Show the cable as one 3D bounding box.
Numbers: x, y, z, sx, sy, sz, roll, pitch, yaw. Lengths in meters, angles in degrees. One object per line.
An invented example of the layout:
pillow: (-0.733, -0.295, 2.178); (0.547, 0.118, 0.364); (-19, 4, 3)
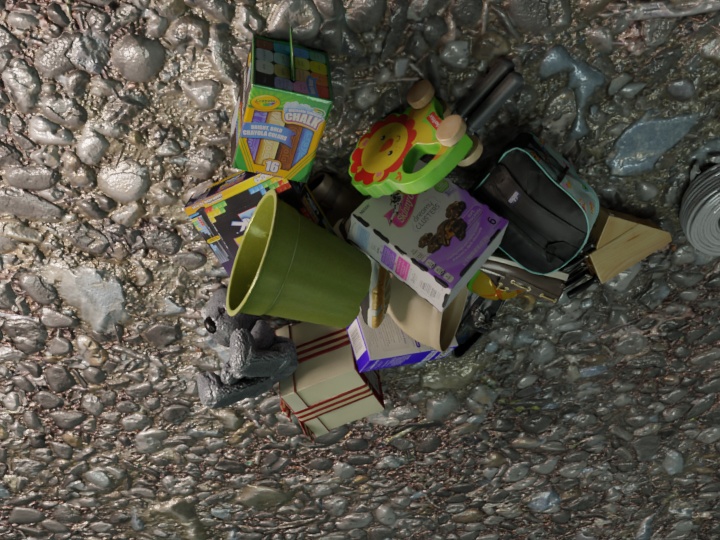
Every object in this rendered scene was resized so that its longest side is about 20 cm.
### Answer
cable: (0.670, -0.113, 1.579); (0.195, 0.070, 0.203); (-3, 136, -4)

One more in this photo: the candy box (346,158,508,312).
candy box: (0.105, -0.064, 1.397); (0.199, 0.168, 0.072); (37, 152, 14)

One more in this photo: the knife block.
knife block: (0.442, -0.019, 1.606); (0.196, 0.064, 0.179); (12, 109, -19)

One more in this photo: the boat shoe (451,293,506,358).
boat shoe: (0.232, 0.100, 1.750); (0.069, 0.067, 0.201); (19, 131, -25)

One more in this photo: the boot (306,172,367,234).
boot: (-0.021, -0.111, 1.503); (0.198, 0.071, 0.146); (-33, 125, 18)

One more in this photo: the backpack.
backpack: (0.289, -0.105, 1.454); (0.200, 0.153, 0.176); (44, 125, 7)

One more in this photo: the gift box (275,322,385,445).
gift box: (-0.065, 0.216, 1.752); (0.183, 0.187, 0.202); (-20, 132, 12)

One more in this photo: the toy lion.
toy lion: (0.069, -0.182, 1.351); (0.191, 0.201, 0.068); (-43, 128, 10)

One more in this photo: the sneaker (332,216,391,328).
sneaker: (0.000, 0.000, 1.505); (0.086, 0.076, 0.205); (4, 115, 22)

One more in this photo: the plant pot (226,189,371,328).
plant pot: (-0.087, 0.003, 1.384); (0.186, 0.203, 0.201); (20, 131, -18)

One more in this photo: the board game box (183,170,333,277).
board game box: (-0.168, -0.084, 1.473); (0.197, 0.057, 0.167); (-21, 116, 24)

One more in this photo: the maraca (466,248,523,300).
maraca: (0.280, -0.011, 1.619); (0.196, 0.108, 0.138); (-17, 155, -25)

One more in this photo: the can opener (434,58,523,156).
can opener: (0.186, -0.248, 1.408); (0.066, 0.054, 0.200); (-7, 149, -50)

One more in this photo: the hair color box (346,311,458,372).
hair color box: (0.076, 0.118, 1.673); (0.196, 0.111, 0.065); (-6, 155, -27)

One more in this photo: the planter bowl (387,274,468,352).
planter bowl: (0.113, 0.030, 1.594); (0.132, 0.202, 0.203); (15, 140, 17)

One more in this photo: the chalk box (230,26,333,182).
chalk box: (-0.112, -0.253, 1.300); (0.121, 0.127, 0.202); (10, 136, -16)

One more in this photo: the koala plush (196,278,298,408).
koala plush: (-0.223, 0.119, 1.636); (0.181, 0.202, 0.178); (-5, 146, -46)

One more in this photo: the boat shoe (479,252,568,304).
boat shoe: (0.263, 0.010, 1.516); (0.196, 0.072, 0.061); (13, 99, -19)
